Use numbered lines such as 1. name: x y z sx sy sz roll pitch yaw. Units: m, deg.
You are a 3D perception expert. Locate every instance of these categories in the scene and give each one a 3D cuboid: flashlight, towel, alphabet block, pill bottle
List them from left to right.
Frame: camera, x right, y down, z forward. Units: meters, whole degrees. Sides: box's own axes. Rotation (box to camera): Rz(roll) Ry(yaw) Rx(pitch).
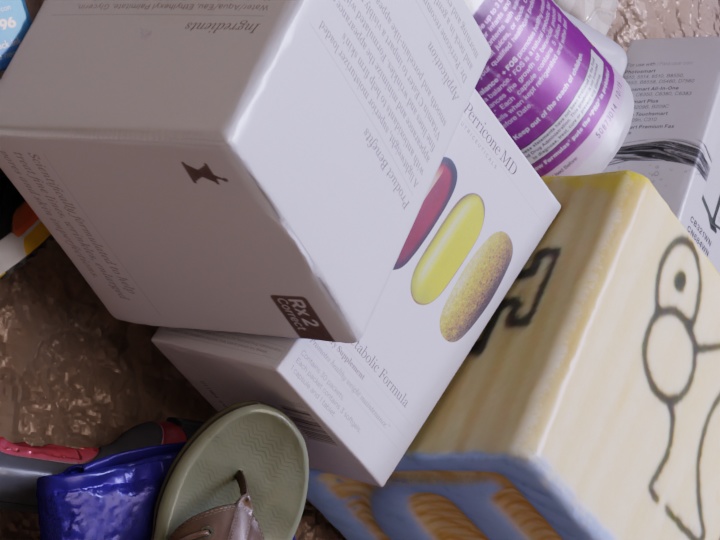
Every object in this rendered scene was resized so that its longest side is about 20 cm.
1. flashlight: -0.167 0.103 1.426 0.200 0.068 0.068 12 92 -31
2. towel: -0.100 0.193 1.408 0.147 0.050 0.201 -7 93 -29
3. pill bottle: 0.062 -0.134 1.544 0.200 0.112 0.112 44 56 -28
4. alphabet block: 0.101 0.081 1.535 0.195 0.196 0.200 50 52 -36

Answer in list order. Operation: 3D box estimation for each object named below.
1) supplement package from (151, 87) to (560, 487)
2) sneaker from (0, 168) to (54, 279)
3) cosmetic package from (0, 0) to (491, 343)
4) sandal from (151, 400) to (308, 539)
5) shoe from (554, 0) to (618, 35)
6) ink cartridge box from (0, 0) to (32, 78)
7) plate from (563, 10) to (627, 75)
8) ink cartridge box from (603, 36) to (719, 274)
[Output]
1. supplement package: 0.000 0.000 1.453 0.114 0.109 0.200 49 64 -37
2. sneaker: -0.238 -0.014 1.385 0.200 0.070 0.090 -48 118 -42
3. cosmetic package: -0.061 -0.093 1.364 0.165 0.165 0.200 57 48 -43
4. sandal: -0.080 0.164 1.358 0.080 0.057 0.201 34 73 -25
5. shoe: 0.092 -0.207 1.690 0.200 0.070 0.053 39 91 -31
6. ink cartridge box: -0.239 -0.190 1.393 0.068 0.116 0.200 -18 91 -20
7. plate: 0.068 -0.093 1.638 0.200 0.032 0.200 29 81 -31
8. ink cartridge box: 0.214 -0.034 1.719 0.146 0.084 0.200 48 53 -44
